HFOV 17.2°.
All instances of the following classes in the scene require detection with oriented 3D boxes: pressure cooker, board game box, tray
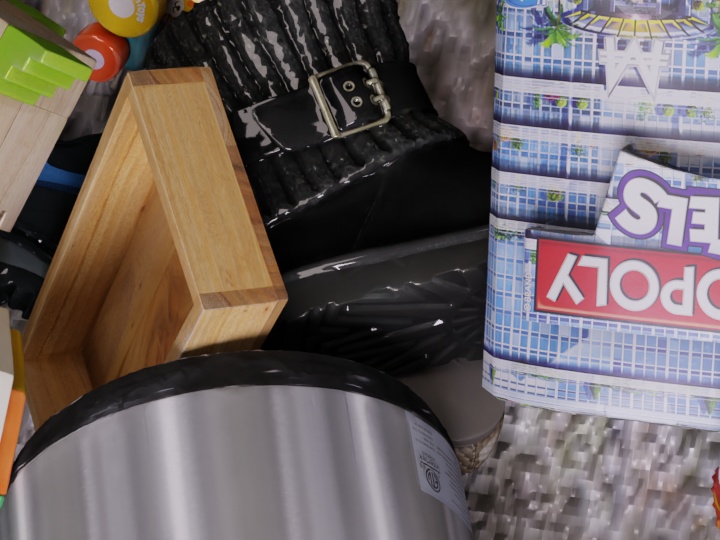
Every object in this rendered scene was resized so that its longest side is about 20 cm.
[{"bbox_3d":[-0.037,0.149,0.824,0.179,0.175,0.201,-53,38,47],"label":"pressure cooker"},{"bbox_3d":[0.131,0.003,0.781,0.199,0.062,0.201,5,99,22],"label":"board game box"},{"bbox_3d":[-0.083,0.022,0.903,0.037,0.200,0.099,-7,61,-25],"label":"tray"}]

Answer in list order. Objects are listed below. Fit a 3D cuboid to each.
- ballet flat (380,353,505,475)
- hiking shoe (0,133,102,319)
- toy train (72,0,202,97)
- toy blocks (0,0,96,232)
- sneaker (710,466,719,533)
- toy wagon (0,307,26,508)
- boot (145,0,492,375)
[{"bbox_3d":[0.000,0.000,0.954,0.067,0.046,0.200,-20,59,-19],"label":"ballet flat"},{"bbox_3d":[-0.183,-0.057,1.035,0.200,0.074,0.087,33,76,18],"label":"hiking shoe"},{"bbox_3d":[-0.053,-0.156,0.994,0.055,0.150,0.201,25,89,2],"label":"toy train"},{"bbox_3d":[-0.195,-0.059,0.943,0.200,0.100,0.137,35,99,38],"label":"toy blocks"},{"bbox_3d":[0.198,0.135,0.826,0.077,0.073,0.200,-33,65,-18],"label":"sneaker"},{"bbox_3d":[-0.172,0.111,0.891,0.039,0.155,0.201,16,107,-15],"label":"toy wagon"},{"bbox_3d":[0.032,-0.049,0.914,0.210,0.080,0.158,-9,57,-13],"label":"boot"}]
